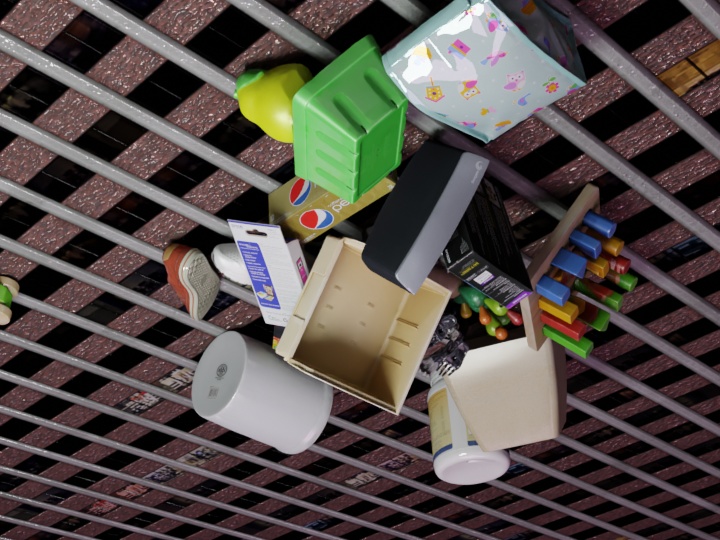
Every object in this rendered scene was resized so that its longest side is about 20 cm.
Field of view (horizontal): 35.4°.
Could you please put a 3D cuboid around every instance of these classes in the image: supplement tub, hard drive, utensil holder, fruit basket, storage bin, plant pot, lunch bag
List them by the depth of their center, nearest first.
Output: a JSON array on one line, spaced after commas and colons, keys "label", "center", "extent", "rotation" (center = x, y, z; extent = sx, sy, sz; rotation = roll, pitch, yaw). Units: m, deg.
[{"label": "lunch bag", "center": [0.143, -0.259, 1.343], "extent": [0.169, 0.124, 0.198], "rotation": [-30, 145, 36]}, {"label": "fruit basket", "center": [-0.050, -0.205, 1.417], "extent": [0.155, 0.215, 0.217], "rotation": [-40, 152, -18]}, {"label": "hard drive", "center": [0.080, -0.078, 1.501], "extent": [0.042, 0.202, 0.135], "rotation": [30, 180, -33]}, {"label": "storage bin", "center": [0.003, 0.077, 1.664], "extent": [0.197, 0.202, 0.093], "rotation": [28, 175, -37]}, {"label": "plant pot", "center": [0.261, 0.201, 1.935], "extent": [0.197, 0.180, 0.200], "rotation": [-15, 179, 17]}, {"label": "utensil holder", "center": [-0.175, 0.213, 1.999], "extent": [0.199, 0.172, 0.169], "rotation": [29, 136, -36]}, {"label": "supplement tub", "center": [0.199, 0.280, 2.105], "extent": [0.142, 0.203, 0.145], "rotation": [-2, 148, -2]}]

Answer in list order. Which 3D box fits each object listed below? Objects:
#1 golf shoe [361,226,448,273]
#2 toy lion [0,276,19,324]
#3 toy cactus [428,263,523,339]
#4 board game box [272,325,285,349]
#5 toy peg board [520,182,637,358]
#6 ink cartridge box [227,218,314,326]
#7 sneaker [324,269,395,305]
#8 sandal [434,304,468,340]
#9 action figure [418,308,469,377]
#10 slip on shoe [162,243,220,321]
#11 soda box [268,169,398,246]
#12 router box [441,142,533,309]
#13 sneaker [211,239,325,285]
[{"label": "golf shoe", "center": [0.100, -0.057, 1.710], "extent": [0.197, 0.078, 0.096], "rotation": [8, 122, -13]}, {"label": "toy lion", "center": [-0.646, 0.021, 1.755], "extent": [0.188, 0.070, 0.201], "rotation": [0, 148, 8]}, {"label": "toy cactus", "center": [0.176, 0.031, 1.785], "extent": [0.163, 0.200, 0.103], "rotation": [29, 98, -12]}, {"label": "board game box", "center": [-0.045, 0.102, 1.875], "extent": [0.197, 0.057, 0.166], "rotation": [19, 148, 6]}, {"label": "toy peg board", "center": [0.337, 0.015, 1.698], "extent": [0.097, 0.201, 0.200], "rotation": [28, 159, 27]}, {"label": "ink cartridge box", "center": [-0.123, 0.001, 1.661], "extent": [0.093, 0.037, 0.202], "rotation": [8, 135, 30]}, {"label": "sneaker", "center": [0.001, 0.000, 1.747], "extent": [0.197, 0.095, 0.070], "rotation": [4, -167, -37]}, {"label": "sandal", "center": [0.097, 0.078, 1.906], "extent": [0.199, 0.077, 0.048], "rotation": [22, 157, -34]}, {"label": "action figure", "center": [0.115, 0.101, 1.806], "extent": [0.101, 0.120, 0.200], "rotation": [-31, -171, 2]}, {"label": "slip on shoe", "center": [-0.268, 0.016, 1.785], "extent": [0.061, 0.075, 0.201], "rotation": [27, 158, 16]}, {"label": "soda box", "center": [-0.041, -0.113, 1.598], "extent": [0.199, 0.065, 0.067], "rotation": [-30, 140, 34]}, {"label": "router box", "center": [0.158, -0.062, 1.569], "extent": [0.051, 0.202, 0.148], "rotation": [-34, 137, 26]}, {"label": "sneaker", "center": [-0.131, -0.027, 1.734], "extent": [0.197, 0.075, 0.088], "rotation": [3, 135, -22]}]
